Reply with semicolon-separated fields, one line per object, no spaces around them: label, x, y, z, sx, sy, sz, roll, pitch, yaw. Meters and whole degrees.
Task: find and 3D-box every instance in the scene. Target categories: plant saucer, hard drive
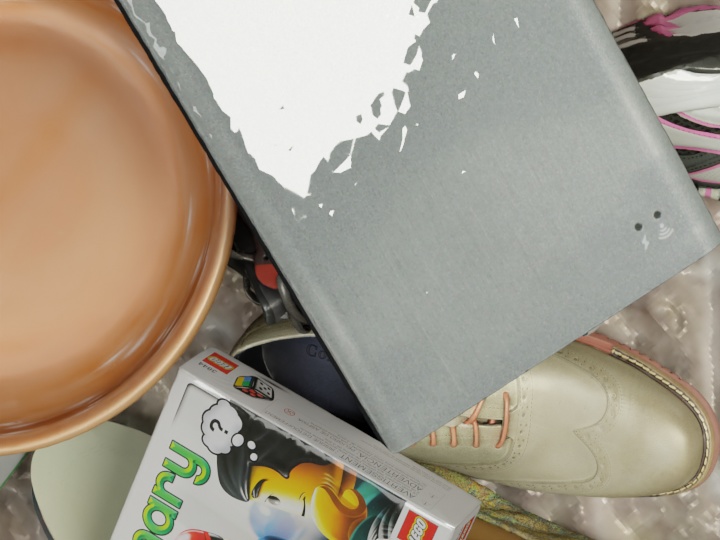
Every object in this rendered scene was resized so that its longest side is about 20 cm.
plant saucer;-0.143;-0.028;0.935;0.199;0.037;0.201;-1;84;7
hard drive;0.017;-0.059;0.826;0.139;0.033;0.200;-32;104;-6

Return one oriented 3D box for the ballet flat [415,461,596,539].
ballet flat;0.035;0.119;0.985;0.199;0.071;0.071;20;112;19

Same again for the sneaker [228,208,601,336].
sneaker;0.000;0.000;0.947;0.199;0.082;0.077;18;146;28

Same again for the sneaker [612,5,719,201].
sneaker;0.144;-0.049;0.884;0.199;0.080;0.087;-11;110;33

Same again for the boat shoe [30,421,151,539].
boat shoe;-0.064;0.143;1.041;0.200;0.071;0.063;38;158;10

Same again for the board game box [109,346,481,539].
board game box;-0.047;0.147;0.966;0.126;0.035;0.201;28;112;14

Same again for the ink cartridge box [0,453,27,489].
ink cartridge box;-0.236;0.026;1.043;0.200;0.084;0.146;35;80;13

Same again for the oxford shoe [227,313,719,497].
oxford shoe;0.041;0.057;0.960;0.199;0.074;0.071;10;108;22
